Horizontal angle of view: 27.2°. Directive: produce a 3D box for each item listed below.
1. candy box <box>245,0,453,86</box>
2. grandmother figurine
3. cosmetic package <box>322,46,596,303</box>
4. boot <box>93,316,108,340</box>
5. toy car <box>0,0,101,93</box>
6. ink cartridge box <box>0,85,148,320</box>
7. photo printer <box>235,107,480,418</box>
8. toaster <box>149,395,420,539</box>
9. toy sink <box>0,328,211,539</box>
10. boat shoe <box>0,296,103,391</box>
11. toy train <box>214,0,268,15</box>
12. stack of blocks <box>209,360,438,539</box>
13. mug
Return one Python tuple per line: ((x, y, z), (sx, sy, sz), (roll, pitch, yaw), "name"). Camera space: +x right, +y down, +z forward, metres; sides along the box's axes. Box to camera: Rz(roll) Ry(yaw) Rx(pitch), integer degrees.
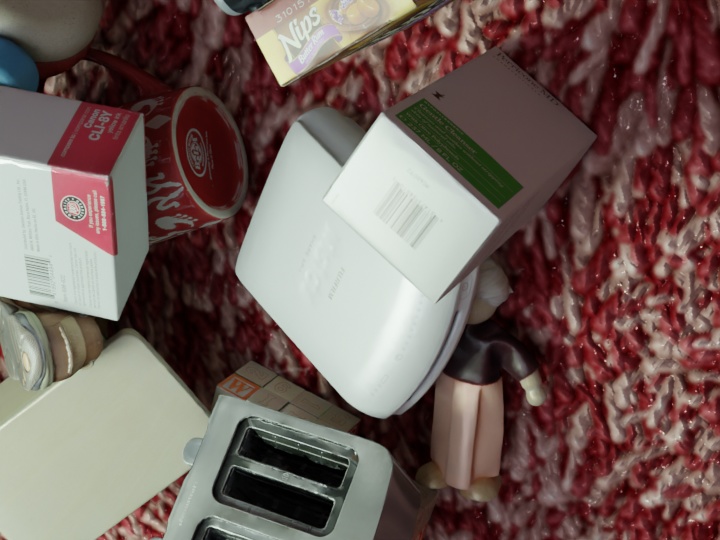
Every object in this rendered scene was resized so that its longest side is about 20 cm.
((0.022, -0.192, 1.002), (0.116, 0.200, 0.057), (-26, 95, 33), "candy box")
((0.087, 0.079, 1.154), (0.120, 0.061, 0.202), (7, 114, 17), "grandmother figurine")
((0.072, -0.071, 1.019), (0.107, 0.200, 0.085), (41, 124, 6), "cosmetic package")
((-0.244, 0.082, 1.339), (0.074, 0.075, 0.202), (36, 112, 57), "boot")
((-0.311, -0.197, 1.203), (0.176, 0.185, 0.200), (33, 145, -9), "toy car")
((-0.264, -0.058, 1.104), (0.198, 0.084, 0.146), (11, 135, 5), "ink cartridge box")
((0.000, 0.000, 1.129), (0.200, 0.069, 0.167), (47, 128, 30), "photo printer")
((-0.056, 0.213, 1.132), (0.198, 0.119, 0.182), (16, 72, 19), "toaster")
((-0.229, 0.131, 1.254), (0.199, 0.112, 0.131), (-37, 111, 7), "toy sink")
((-0.250, 0.049, 1.193), (0.200, 0.071, 0.077), (-151, 50, -65), "boat shoe")
((-0.053, -0.260, 1.083), (0.199, 0.087, 0.115), (-22, 95, 33), "toy train")
((-0.038, 0.177, 1.256), (0.199, 0.058, 0.116), (27, 119, 18), "stack of blocks")
((-0.210, -0.091, 1.207), (0.198, 0.134, 0.179), (-12, 112, 28), "mug")
